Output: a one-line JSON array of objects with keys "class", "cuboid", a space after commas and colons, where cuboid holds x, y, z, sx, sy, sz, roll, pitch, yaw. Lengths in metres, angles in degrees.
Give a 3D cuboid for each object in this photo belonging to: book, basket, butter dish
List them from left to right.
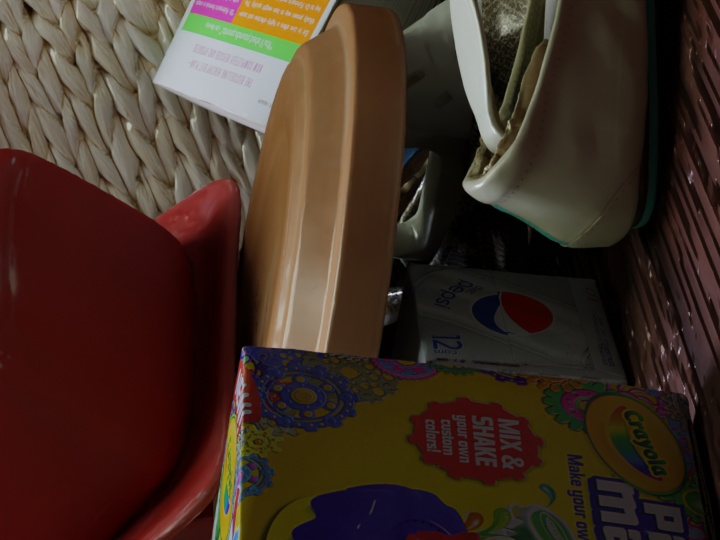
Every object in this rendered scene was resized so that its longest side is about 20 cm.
[{"class": "butter dish", "cuboid": [-0.150, 0.037, 0.965, 0.200, 0.148, 0.200, -38, 26, 21]}, {"class": "basket", "cuboid": [-0.091, -0.042, 1.226, 0.198, 0.160, 0.201, -130, 18, -86]}, {"class": "book", "cuboid": [-0.002, -0.146, 1.067, 0.134, 0.048, 0.201, 26, 91, 59]}]

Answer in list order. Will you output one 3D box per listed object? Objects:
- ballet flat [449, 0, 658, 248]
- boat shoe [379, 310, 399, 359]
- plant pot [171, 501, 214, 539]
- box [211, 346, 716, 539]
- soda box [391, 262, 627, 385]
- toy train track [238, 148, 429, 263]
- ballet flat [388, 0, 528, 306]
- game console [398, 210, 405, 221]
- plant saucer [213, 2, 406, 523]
[{"class": "ballet flat", "cuboid": [0.060, -0.107, 0.830, 0.069, 0.069, 0.201, 116, 160, -76]}, {"class": "boat shoe", "cuboid": [0.028, 0.047, 1.014, 0.200, 0.067, 0.057, 129, 152, -74]}, {"class": "plant pot", "cuboid": [-0.046, 0.167, 1.095, 0.200, 0.200, 0.178, -139, 45, -84]}, {"class": "box", "cuboid": [0.017, 0.158, 0.701, 0.200, 0.121, 0.193, -92, 10, -56]}, {"class": "soda box", "cuboid": [0.033, 0.102, 0.891, 0.068, 0.063, 0.201, -99, 16, -63]}, {"class": "toy train track", "cuboid": [0.000, 0.000, 1.084, 0.200, 0.032, 0.115, -49, -25, -11]}, {"class": "ballet flat", "cuboid": [0.035, -0.046, 0.979, 0.200, 0.075, 0.068, 103, 170, -53]}, {"class": "game console", "cuboid": [0.045, -0.073, 1.225, 0.200, 0.116, 0.176, -116, 2, -82]}, {"class": "plant saucer", "cuboid": [-0.020, 0.012, 0.922, 0.200, 0.032, 0.201, -170, 90, -83]}]
